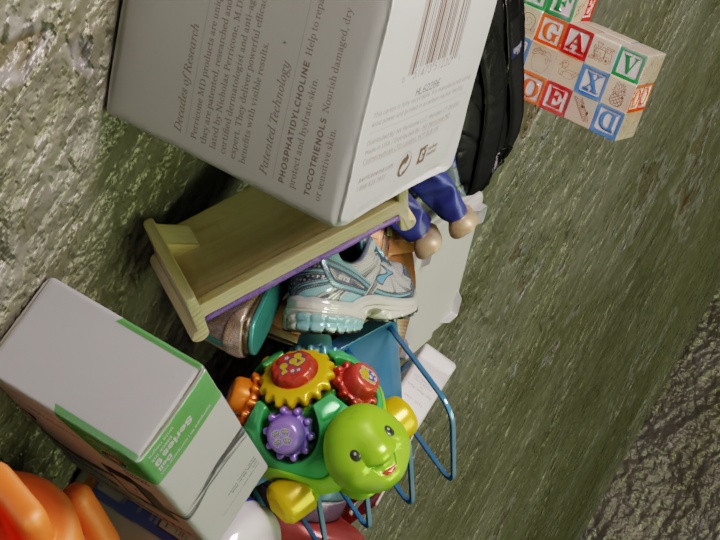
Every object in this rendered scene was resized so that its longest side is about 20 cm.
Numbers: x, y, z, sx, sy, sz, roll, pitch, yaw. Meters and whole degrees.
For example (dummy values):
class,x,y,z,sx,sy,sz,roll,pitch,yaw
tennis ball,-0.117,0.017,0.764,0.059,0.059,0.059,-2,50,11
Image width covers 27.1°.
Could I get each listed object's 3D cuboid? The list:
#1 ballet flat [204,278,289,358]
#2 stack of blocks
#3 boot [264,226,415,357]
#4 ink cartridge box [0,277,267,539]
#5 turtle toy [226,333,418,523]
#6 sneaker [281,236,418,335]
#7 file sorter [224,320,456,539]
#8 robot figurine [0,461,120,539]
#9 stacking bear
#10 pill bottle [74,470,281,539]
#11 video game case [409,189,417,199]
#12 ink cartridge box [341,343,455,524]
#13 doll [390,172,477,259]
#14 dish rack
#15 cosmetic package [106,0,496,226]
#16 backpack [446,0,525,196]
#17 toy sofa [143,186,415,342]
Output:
class,x,y,z,sx,sy,sz,roll,pitch,yaw
ballet flat,-0.085,-0.005,1.242,0.200,0.066,0.069,-57,154,-53
stack of blocks,0.191,-0.220,1.451,0.058,0.199,0.116,-18,132,-59
boot,-0.028,-0.003,1.382,0.199,0.073,0.157,8,90,-45
ink cartridge box,-0.165,0.110,1.096,0.084,0.145,0.201,-56,156,-18
turtle toy,-0.029,0.122,1.197,0.145,0.199,0.102,-34,131,-21
sneaker,0.000,0.000,1.272,0.200,0.077,0.088,-19,113,-68
file sorter,-0.024,0.161,1.336,0.198,0.123,0.140,-27,145,-17
robot figurine,-0.248,0.224,1.076,0.201,0.115,0.145,90,10,-48
stacking bear,-0.043,0.162,1.478,0.113,0.121,0.203,9,97,-29
pill bottle,-0.134,0.222,1.213,0.112,0.199,0.113,-47,153,-33
video game case,0.042,0.012,1.604,0.182,0.025,0.201,-56,156,-19
ink cartridge box,0.013,0.185,1.578,0.177,0.044,0.200,-57,-177,-27
doll,0.026,-0.099,1.322,0.200,0.136,0.049,45,27,-33
dish rack,0.074,0.003,1.576,0.171,0.043,0.202,-37,147,-50
cosmetic package,-0.036,-0.161,1.015,0.167,0.198,0.168,-29,140,-53
backpack,0.088,-0.169,1.385,0.164,0.152,0.202,-52,134,-37
toy sofa,-0.061,-0.027,1.156,0.198,0.083,0.098,-28,153,-11
